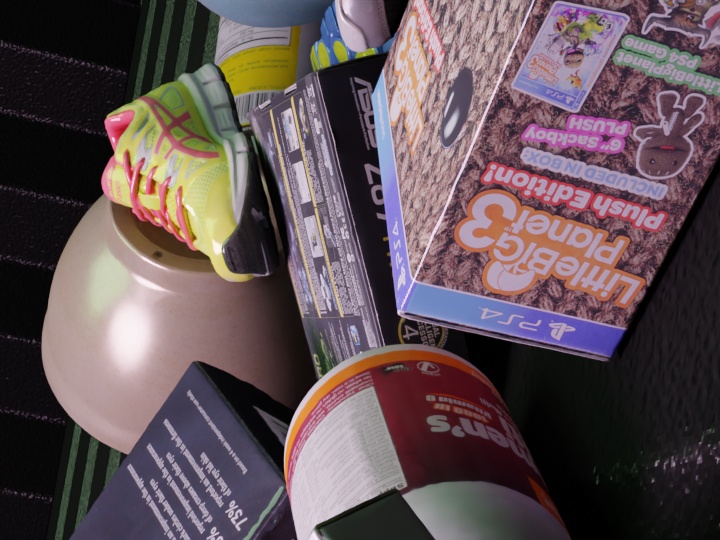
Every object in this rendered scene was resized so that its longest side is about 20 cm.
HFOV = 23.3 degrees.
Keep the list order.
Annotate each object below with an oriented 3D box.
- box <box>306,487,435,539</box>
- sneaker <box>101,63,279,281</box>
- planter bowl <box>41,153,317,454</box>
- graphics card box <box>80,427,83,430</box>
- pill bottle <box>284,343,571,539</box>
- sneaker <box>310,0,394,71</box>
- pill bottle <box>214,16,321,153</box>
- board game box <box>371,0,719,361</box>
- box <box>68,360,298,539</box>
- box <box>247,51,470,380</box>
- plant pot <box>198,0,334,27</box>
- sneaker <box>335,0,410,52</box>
[{"bbox_3d":[0.032,0.195,0.566,0.200,0.041,0.157,51,139,25],"label":"box"},{"bbox_3d":[-0.103,-0.048,1.011,0.200,0.089,0.079,-118,15,-58],"label":"sneaker"},{"bbox_3d":[-0.102,0.005,1.110,0.136,0.198,0.202,101,171,-46],"label":"planter bowl"},{"bbox_3d":[-0.306,0.098,2.192,0.126,0.050,0.201,-93,21,-45],"label":"graphics card box"},{"bbox_3d":[0.031,0.119,0.717,0.200,0.108,0.111,-112,36,-66],"label":"pill bottle"},{"bbox_3d":[0.023,-0.126,0.996,0.200,0.082,0.071,168,82,-80],"label":"sneaker"},{"bbox_3d":[-0.053,-0.140,1.264,0.109,0.108,0.202,126,153,-58],"label":"pill bottle"},{"bbox_3d":[0.084,-0.096,0.708,0.160,0.096,0.201,-96,23,-52],"label":"board game box"},{"bbox_3d":[-0.081,0.175,0.898,0.201,0.104,0.148,-54,32,5],"label":"box"},{"bbox_3d":[0.000,0.000,0.906,0.161,0.049,0.202,169,86,-73],"label":"box"},{"bbox_3d":[-0.022,-0.256,1.129,0.134,0.199,0.203,14,92,50],"label":"plant pot"},{"bbox_3d":[0.049,-0.185,0.816,0.201,0.077,0.078,-61,-17,-17],"label":"sneaker"}]
